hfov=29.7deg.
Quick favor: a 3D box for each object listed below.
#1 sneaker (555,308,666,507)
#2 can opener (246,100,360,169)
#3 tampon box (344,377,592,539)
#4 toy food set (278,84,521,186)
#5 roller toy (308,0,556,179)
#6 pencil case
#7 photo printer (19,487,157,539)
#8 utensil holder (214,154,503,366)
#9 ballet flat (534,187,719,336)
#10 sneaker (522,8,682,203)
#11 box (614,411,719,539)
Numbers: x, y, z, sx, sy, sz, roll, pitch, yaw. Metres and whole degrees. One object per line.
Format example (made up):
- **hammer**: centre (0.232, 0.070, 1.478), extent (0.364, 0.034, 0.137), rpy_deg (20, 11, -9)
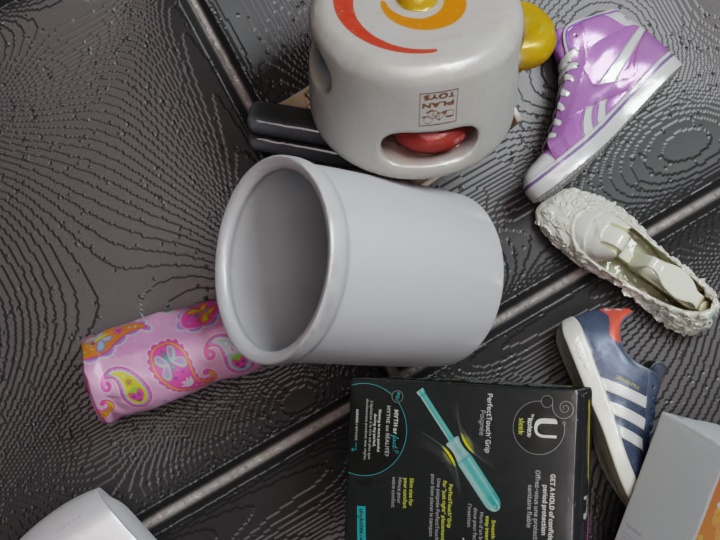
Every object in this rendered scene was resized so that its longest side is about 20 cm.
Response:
- **sneaker**: centre (0.253, 0.129, 1.254), extent (0.083, 0.075, 0.202), rpy_deg (-19, 89, -4)
- **can opener**: centre (-0.004, -0.124, 1.228), extent (0.197, 0.053, 0.067), rpy_deg (6, 57, 2)
- **tampon box**: centre (0.099, 0.173, 1.189), extent (0.197, 0.126, 0.152), rpy_deg (2, 87, 16)
- **toy food set**: centre (0.031, -0.145, 1.266), extent (0.199, 0.060, 0.144), rpy_deg (-33, 89, -5)
- **roller toy**: centre (0.048, -0.182, 1.148), extent (0.198, 0.141, 0.183), rpy_deg (28, 54, 22)
- **pencil case**: centre (-0.154, 0.073, 1.233), extent (0.197, 0.087, 0.089), rpy_deg (-18, 87, -5)
- **photo printer**: centre (-0.234, 0.311, 1.218), extent (0.166, 0.069, 0.200), rpy_deg (-42, 90, -5)
- **utensil holder**: centre (0.000, 0.000, 1.166), extent (0.198, 0.169, 0.173), rpy_deg (7, 85, -40)
- **ballet flat**: centre (0.256, -0.014, 1.268), extent (0.199, 0.072, 0.072), rpy_deg (35, 85, 0)
- **sneaker**: centre (0.197, -0.161, 1.276), extent (0.114, 0.073, 0.201), rpy_deg (43, 75, 4)
- **box**: centre (0.305, 0.244, 1.199), extent (0.123, 0.097, 0.203), rpy_deg (15, 98, -27)
